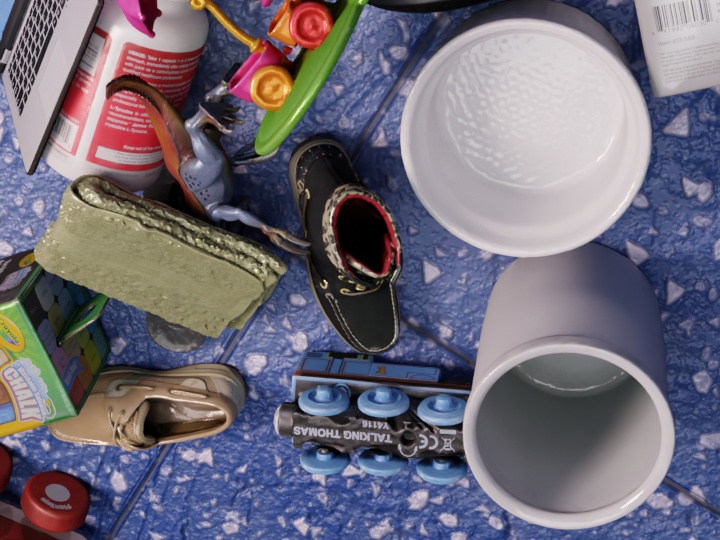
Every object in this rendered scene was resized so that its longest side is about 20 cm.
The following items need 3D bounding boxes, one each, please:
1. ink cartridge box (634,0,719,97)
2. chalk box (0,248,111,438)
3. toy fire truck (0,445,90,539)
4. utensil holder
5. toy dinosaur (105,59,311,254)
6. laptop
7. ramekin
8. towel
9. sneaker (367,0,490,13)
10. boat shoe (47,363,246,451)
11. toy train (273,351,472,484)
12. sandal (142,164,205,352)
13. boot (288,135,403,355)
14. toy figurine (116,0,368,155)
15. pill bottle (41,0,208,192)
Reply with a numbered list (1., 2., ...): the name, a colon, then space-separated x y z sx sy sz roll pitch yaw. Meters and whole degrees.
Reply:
1. ink cartridge box: 0.276 -0.251 1.288 0.145 0.086 0.202 -10 113 13
2. chalk box: -0.308 0.064 1.514 0.198 0.125 0.125 -15 113 17
3. toy fire truck: -0.355 0.263 1.595 0.198 0.168 0.113 24 117 -4
4. utensil holder: 0.177 0.088 1.408 0.168 0.200 0.172 4 117 8
5. toy dinosaur: -0.128 -0.086 1.404 0.198 0.106 0.182 17 134 -10
6. laptop: -0.307 -0.218 1.366 0.115 0.201 0.188 4 135 -30
7. ramekin: 0.136 -0.122 1.368 0.198 0.098 0.203 4 116 8
8. towel: -0.170 -0.009 1.426 0.198 0.037 0.148 21 148 -15
9. sneaker: 0.092 -0.257 1.337 0.198 0.072 0.084 -9 91 12
10. boat shoe: -0.207 0.131 1.564 0.198 0.065 0.072 -11 114 14
11. toy train: 0.025 0.128 1.499 0.197 0.114 0.088 3 114 8
12. sandal: -0.159 -0.012 1.495 0.074 0.048 0.203 5 117 6
13. boot: -0.002 0.000 1.413 0.073 0.154 0.206 -20 111 -7
14. toy figurine: -0.096 -0.218 1.253 0.183 0.150 0.201 32 104 -14
15. pill bottle: -0.190 -0.174 1.384 0.111 0.113 0.201 22 118 -3
